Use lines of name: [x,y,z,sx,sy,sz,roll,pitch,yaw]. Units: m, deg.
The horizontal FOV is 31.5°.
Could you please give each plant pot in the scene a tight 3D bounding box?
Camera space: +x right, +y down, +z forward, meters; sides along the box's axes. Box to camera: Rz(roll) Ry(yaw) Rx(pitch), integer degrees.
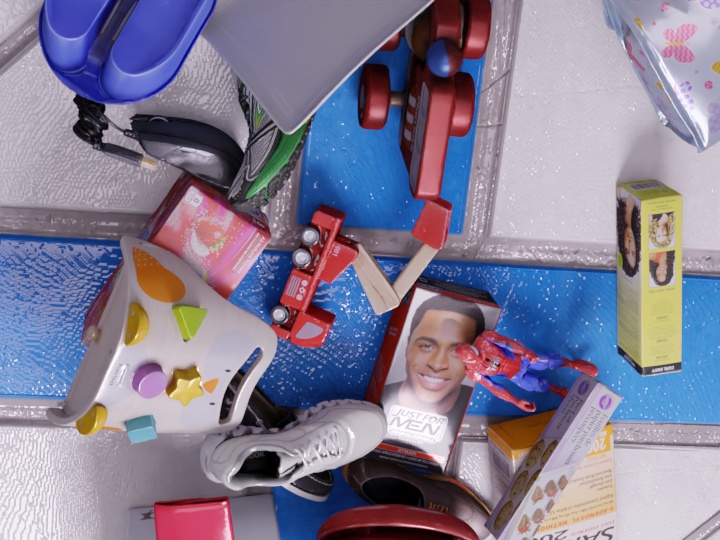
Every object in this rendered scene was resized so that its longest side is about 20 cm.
plant pot: [0.034,0.351,1.344,0.200,0.200,0.183,8,64,-11]

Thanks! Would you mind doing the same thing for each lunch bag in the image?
lunch bag: [0.348,-0.252,1.279,0.169,0.127,0.200,-35,119,6]

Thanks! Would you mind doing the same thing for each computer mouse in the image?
computer mouse: [-0.181,-0.124,1.229,0.200,0.140,0.046,25,106,-15]

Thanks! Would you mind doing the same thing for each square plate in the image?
square plate: [-0.045,-0.251,1.209,0.198,0.200,0.028,-42,150,5]

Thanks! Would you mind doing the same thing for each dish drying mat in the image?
dish drying mat: [-0.159,0.318,1.266,0.077,0.018,0.200,-5,107,-6]

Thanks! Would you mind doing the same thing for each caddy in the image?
caddy: [-0.214,-0.253,1.194,0.141,0.105,0.200,30,78,-9]

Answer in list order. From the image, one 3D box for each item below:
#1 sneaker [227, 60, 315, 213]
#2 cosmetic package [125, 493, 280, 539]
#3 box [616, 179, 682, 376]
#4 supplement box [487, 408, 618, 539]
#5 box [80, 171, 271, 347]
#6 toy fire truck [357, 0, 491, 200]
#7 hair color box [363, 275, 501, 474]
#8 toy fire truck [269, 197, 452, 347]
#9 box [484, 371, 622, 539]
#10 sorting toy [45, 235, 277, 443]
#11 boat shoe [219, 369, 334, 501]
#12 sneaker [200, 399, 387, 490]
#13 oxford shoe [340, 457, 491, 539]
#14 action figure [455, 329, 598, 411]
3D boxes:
sneaker: [-0.090,-0.148,1.254,0.085,0.078,0.200,20,72,-4]
cosmetic package: [-0.163,0.372,1.378,0.167,0.166,0.200,-6,107,-6]
box: [0.312,0.008,1.383,0.050,0.075,0.200,-8,107,-8]
supplement box: [0.219,0.264,1.440,0.126,0.074,0.200,-12,109,-15]
box: [-0.187,0.006,1.294,0.100,0.095,0.200,34,100,-18]
toy fire truck: [0.068,-0.186,1.225,0.112,0.168,0.200,4,117,-10]
hair color box: [0.070,0.112,1.385,0.101,0.061,0.200,14,104,-12]
toy fire truck: [0.000,0.000,1.325,0.141,0.049,0.200,22,103,3]
box: [0.203,0.204,1.356,0.039,0.041,0.200,31,94,-24]
sorting toy: [-0.177,0.094,1.238,0.180,0.107,0.200,16,108,-34]
boat shoe: [-0.097,0.170,1.376,0.200,0.074,0.060,42,102,-10]
sneaker: [-0.060,0.185,1.311,0.200,0.081,0.075,-13,101,-18]
oxford shoe: [0.069,0.264,1.425,0.200,0.073,0.071,26,101,-19]
action figure: [0.186,0.113,1.346,0.200,0.099,0.065,17,101,-37]
